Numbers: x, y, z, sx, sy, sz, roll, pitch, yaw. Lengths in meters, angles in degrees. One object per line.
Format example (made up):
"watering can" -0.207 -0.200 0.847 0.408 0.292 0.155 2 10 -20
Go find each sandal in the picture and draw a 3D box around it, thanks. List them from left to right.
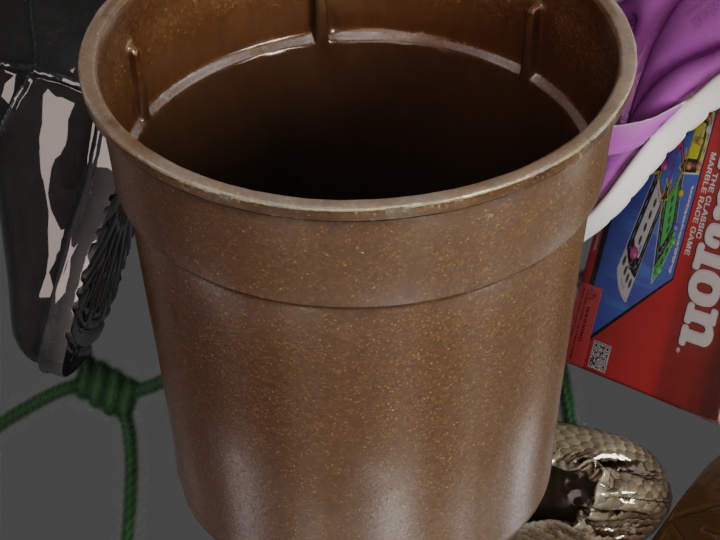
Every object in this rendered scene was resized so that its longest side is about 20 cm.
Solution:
"sandal" 0.098 -0.079 1.043 0.203 0.050 0.083 -42 51 32

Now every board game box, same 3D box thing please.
"board game box" 0.141 -0.047 1.050 0.103 0.019 0.200 21 99 54

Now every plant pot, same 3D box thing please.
"plant pot" 0.000 0.000 1.005 0.200 0.200 0.199 7 126 11

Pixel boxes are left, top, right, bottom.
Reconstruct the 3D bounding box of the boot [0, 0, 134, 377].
"boot" -0.192 -0.057 1.126 0.200 0.066 0.165 14 87 8

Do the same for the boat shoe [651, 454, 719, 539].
"boat shoe" 0.125 0.165 1.069 0.069 0.074 0.200 31 109 -18

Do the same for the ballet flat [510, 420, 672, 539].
"ballet flat" 0.029 0.084 1.097 0.200 0.046 0.068 7 93 11

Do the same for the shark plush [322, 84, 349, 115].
"shark plush" 0.042 -0.154 1.065 0.200 0.083 0.091 -39 85 11
